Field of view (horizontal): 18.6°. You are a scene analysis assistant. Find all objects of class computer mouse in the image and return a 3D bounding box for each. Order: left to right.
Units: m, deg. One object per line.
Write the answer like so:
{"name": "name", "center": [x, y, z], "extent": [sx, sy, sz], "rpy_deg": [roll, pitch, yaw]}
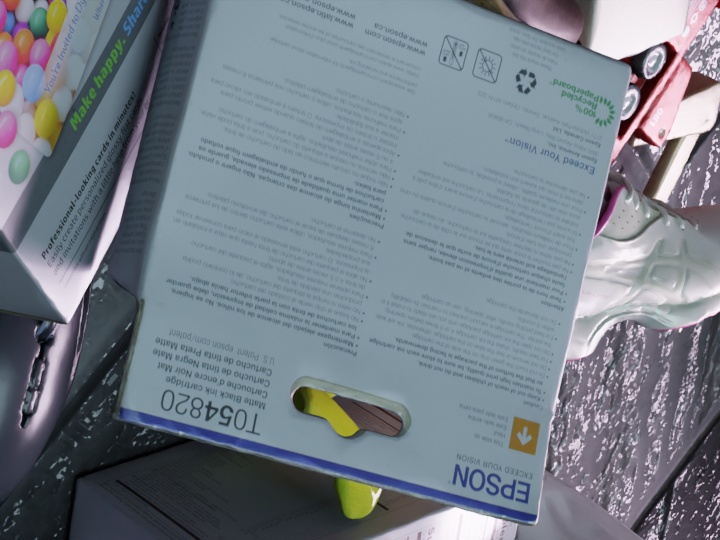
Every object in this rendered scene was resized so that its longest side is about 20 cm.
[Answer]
{"name": "computer mouse", "center": [-0.155, 0.024, 0.883], "extent": [0.140, 0.046, 0.200], "rpy_deg": [26, 95, -56]}

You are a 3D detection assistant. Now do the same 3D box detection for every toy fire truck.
{"name": "toy fire truck", "center": [0.155, -0.088, 1.167], "extent": [0.200, 0.049, 0.141], "rpy_deg": [-57, 145, -3]}

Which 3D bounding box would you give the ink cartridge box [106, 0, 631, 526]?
{"name": "ink cartridge box", "center": [0.003, -0.016, 0.873], "extent": [0.200, 0.041, 0.200], "rpy_deg": [18, 79, -29]}

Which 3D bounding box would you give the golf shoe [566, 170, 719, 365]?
{"name": "golf shoe", "center": [0.130, -0.014, 1.094], "extent": [0.200, 0.075, 0.092], "rpy_deg": [-17, 123, -40]}

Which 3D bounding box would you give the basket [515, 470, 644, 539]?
{"name": "basket", "center": [0.113, 0.226, 1.227], "extent": [0.136, 0.200, 0.123], "rpy_deg": [-34, 143, -29]}

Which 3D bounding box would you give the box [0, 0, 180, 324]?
{"name": "box", "center": [-0.126, -0.100, 0.789], "extent": [0.156, 0.041, 0.200], "rpy_deg": [-65, 149, -28]}

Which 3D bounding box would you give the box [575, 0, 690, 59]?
{"name": "box", "center": [0.118, -0.201, 1.022], "extent": [0.082, 0.068, 0.200], "rpy_deg": [-23, 132, -39]}

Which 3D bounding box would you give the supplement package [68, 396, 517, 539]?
{"name": "supplement package", "center": [-0.031, 0.145, 1.063], "extent": [0.200, 0.114, 0.110], "rpy_deg": [-15, 125, -43]}

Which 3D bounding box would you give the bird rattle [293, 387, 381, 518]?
{"name": "bird rattle", "center": [0.000, 0.000, 1.020], "extent": [0.200, 0.113, 0.163], "rpy_deg": [-67, 166, 18]}

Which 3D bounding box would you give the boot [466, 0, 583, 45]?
{"name": "boot", "center": [0.072, -0.186, 0.930], "extent": [0.200, 0.072, 0.166], "rpy_deg": [28, 96, -51]}
